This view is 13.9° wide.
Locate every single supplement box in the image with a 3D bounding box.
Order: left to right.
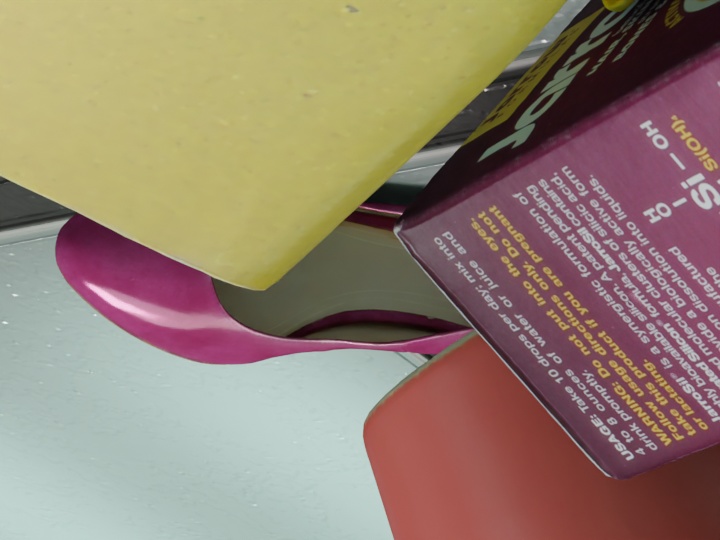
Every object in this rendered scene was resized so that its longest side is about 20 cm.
[{"bbox_3d":[0.124,-0.042,0.781,0.103,0.131,0.200,47,144,-10],"label":"supplement box"}]

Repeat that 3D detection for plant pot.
[{"bbox_3d":[-0.027,-0.149,0.592,0.194,0.196,0.200,26,142,-29],"label":"plant pot"},{"bbox_3d":[0.100,0.095,0.925,0.200,0.178,0.200,-27,168,-6],"label":"plant pot"}]

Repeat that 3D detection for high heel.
[{"bbox_3d":[0.000,0.000,1.013,0.199,0.068,0.096,14,162,-17],"label":"high heel"}]

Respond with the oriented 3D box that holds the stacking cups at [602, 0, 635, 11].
[{"bbox_3d":[-0.014,-0.126,0.775,0.199,0.061,0.061,17,155,-9],"label":"stacking cups"}]
